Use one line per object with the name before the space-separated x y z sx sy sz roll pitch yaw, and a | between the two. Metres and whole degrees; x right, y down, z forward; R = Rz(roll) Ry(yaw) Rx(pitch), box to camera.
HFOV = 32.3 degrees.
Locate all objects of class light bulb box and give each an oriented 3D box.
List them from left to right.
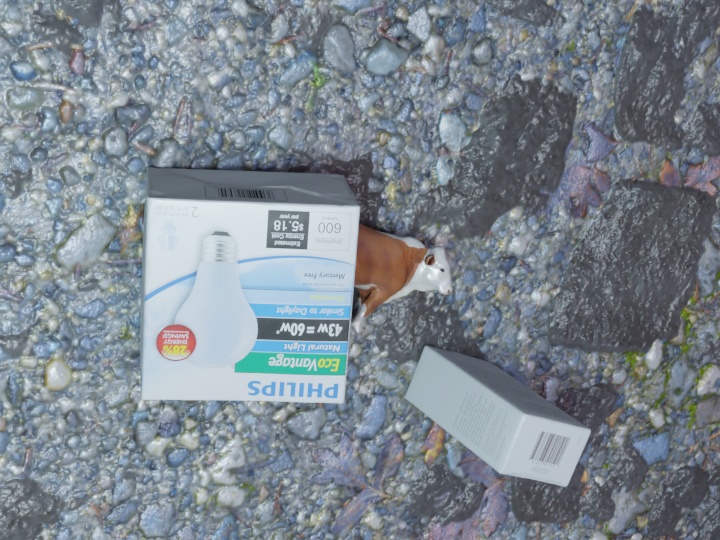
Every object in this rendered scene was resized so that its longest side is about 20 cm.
light bulb box | -0.110 0.014 1.191 0.198 0.125 0.200 1 108 -9

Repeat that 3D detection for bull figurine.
bull figurine | 0.000 0.000 1.311 0.200 0.065 0.121 25 98 -24

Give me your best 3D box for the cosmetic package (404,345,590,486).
cosmetic package | 0.147 0.158 1.374 0.101 0.200 0.071 17 100 -32
